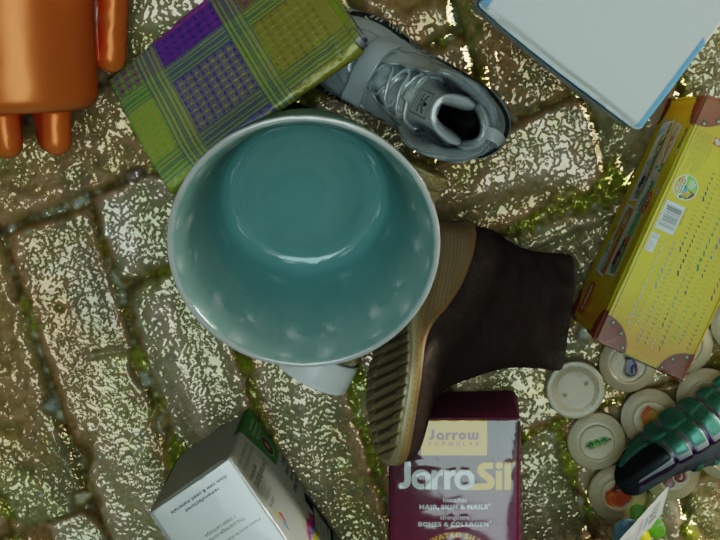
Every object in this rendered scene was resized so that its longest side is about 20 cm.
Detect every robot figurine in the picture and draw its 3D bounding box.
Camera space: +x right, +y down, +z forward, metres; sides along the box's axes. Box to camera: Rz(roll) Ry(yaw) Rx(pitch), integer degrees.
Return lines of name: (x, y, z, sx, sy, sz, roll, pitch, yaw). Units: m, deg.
robot figurine: (-0.267, -0.191, 1.145, 0.142, 0.116, 0.202, 3, 101, 20)

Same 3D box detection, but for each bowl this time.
bowl: (-0.042, -0.039, 1.097, 0.198, 0.105, 0.203, -1, 117, -2)

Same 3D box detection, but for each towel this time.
towel: (-0.096, -0.164, 1.153, 0.199, 0.023, 0.144, -36, 55, 6)

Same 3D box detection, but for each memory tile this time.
memory tile: (0.267, 0.116, 1.233, 0.198, 0.017, 0.155, -22, 98, 6)

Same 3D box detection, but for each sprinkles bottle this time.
sprinkles bottle: (0.000, 0.000, 1.195, 0.068, 0.068, 0.201, 26, 99, -3)

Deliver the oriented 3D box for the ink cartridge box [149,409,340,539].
ink cartridge box: (-0.074, 0.233, 1.198, 0.084, 0.145, 0.201, -33, 97, 7)

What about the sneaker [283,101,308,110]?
sneaker: (-0.070, -0.045, 1.189, 0.098, 0.070, 0.203, 0, 100, -1)

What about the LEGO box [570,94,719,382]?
LEGO box: (0.245, -0.030, 1.134, 0.077, 0.149, 0.202, 24, 96, -1)

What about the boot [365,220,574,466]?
boot: (0.095, 0.064, 1.157, 0.165, 0.072, 0.202, 14, 77, -26)

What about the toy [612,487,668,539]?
toy: (0.168, 0.256, 1.183, 0.199, 0.116, 0.047, -34, 57, -28)

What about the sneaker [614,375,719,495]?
sneaker: (0.305, 0.136, 1.193, 0.199, 0.074, 0.088, -39, 101, 6)

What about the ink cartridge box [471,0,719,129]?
ink cartridge box: (0.182, -0.210, 1.086, 0.146, 0.200, 0.147, 37, 99, -3)

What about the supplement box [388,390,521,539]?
supplement box: (0.078, 0.208, 1.219, 0.109, 0.086, 0.202, 0, 100, 2)

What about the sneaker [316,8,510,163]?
sneaker: (0.031, -0.147, 1.145, 0.199, 0.115, 0.076, 27, 99, -3)
